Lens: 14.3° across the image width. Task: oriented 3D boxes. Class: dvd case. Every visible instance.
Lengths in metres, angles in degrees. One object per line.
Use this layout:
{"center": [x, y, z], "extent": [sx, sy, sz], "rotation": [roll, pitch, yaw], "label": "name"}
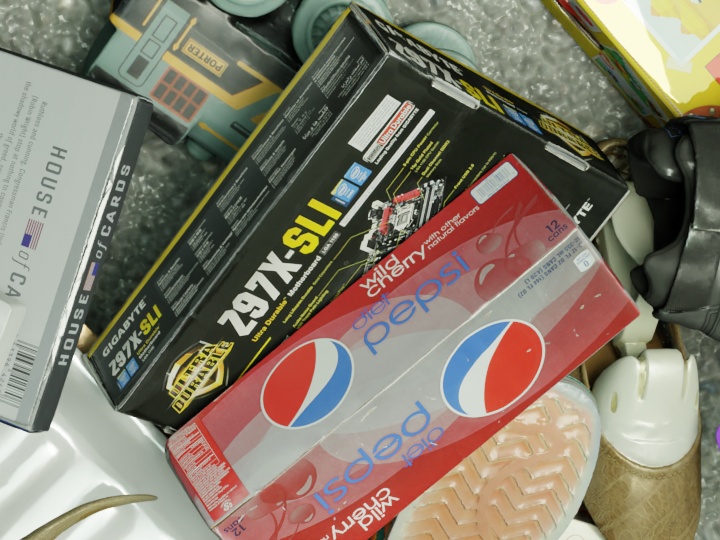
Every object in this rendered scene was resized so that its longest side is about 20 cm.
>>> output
{"center": [-0.199, -0.032, 1.252], "extent": [0.199, 0.025, 0.151], "rotation": [19, 93, 21], "label": "dvd case"}

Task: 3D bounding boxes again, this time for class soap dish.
{"center": [-0.132, 0.126, 1.301], "extent": [0.157, 0.081, 0.200], "rotation": [-45, 100, -3], "label": "soap dish"}

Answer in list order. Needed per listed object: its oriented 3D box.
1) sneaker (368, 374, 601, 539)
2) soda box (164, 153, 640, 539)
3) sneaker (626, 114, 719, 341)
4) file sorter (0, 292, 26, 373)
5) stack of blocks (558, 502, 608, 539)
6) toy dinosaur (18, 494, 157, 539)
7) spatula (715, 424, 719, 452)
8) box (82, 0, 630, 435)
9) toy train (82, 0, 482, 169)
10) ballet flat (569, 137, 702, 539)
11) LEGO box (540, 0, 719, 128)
{"center": [0.040, 0.114, 1.303], "extent": [0.071, 0.080, 0.200], "rotation": [30, 113, -12], "label": "sneaker"}
{"center": [0.017, 0.047, 1.226], "extent": [0.200, 0.063, 0.070], "rotation": [-39, 134, 1], "label": "soda box"}
{"center": [0.177, -0.065, 1.252], "extent": [0.111, 0.077, 0.201], "rotation": [15, 84, -4], "label": "sneaker"}
{"center": [-0.272, 0.036, 1.197], "extent": [0.199, 0.124, 0.139], "rotation": [27, 100, 21], "label": "file sorter"}
{"center": [0.081, 0.210, 1.327], "extent": [0.058, 0.115, 0.201], "rotation": [17, 92, -11], "label": "stack of blocks"}
{"center": [-0.174, 0.149, 1.211], "extent": [0.058, 0.101, 0.200], "rotation": [34, 77, 18], "label": "toy dinosaur"}
{"center": [0.169, 0.035, 1.281], "extent": [0.056, 0.201, 0.021], "rotation": [-19, 139, 0], "label": "spatula"}
{"center": [0.000, 0.000, 1.260], "extent": [0.159, 0.049, 0.200], "rotation": [26, 109, -38], "label": "box"}
{"center": [-0.030, -0.087, 1.301], "extent": [0.200, 0.085, 0.114], "rotation": [35, 103, -14], "label": "toy train"}
{"center": [0.123, 0.029, 1.296], "extent": [0.067, 0.072, 0.201], "rotation": [2, 66, -16], "label": "ballet flat"}
{"center": [0.140, -0.177, 1.317], "extent": [0.149, 0.077, 0.200], "rotation": [-43, 100, -3], "label": "LEGO box"}
